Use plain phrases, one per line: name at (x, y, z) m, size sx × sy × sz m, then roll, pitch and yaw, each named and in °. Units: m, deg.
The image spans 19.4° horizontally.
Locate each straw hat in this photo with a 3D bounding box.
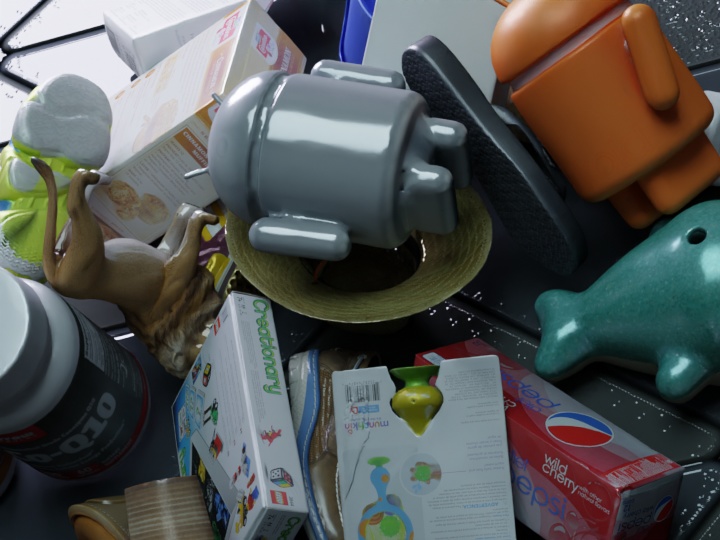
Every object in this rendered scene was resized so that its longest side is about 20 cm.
straw hat at (0.000, 0.000, 1.558) m, size 0.201 × 0.085 × 0.201 m, roll -2°, pitch 42°, yaw 1°

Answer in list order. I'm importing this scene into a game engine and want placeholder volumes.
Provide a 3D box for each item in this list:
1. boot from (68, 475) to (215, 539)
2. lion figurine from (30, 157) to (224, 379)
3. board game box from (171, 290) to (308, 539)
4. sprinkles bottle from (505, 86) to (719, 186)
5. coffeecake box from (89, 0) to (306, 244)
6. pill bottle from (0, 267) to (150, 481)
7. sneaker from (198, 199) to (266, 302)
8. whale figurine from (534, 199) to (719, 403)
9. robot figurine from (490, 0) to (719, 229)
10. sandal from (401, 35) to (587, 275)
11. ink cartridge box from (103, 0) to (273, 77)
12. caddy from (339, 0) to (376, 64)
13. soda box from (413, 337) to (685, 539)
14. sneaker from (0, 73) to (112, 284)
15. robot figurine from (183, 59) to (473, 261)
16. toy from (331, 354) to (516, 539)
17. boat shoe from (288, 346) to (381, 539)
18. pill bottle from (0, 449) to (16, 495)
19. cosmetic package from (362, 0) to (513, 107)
boot at (-0.139, 0.226, 1.422) m, size 0.077 × 0.200 × 0.155 m, roll -4°, pitch 80°, yaw -29°
lion figurine at (-0.170, 0.000, 1.519) m, size 0.072 × 0.200 × 0.123 m, roll 24°, pitch 93°, yaw 57°
board game box at (-0.087, 0.129, 1.462) m, size 0.035 × 0.126 × 0.200 m, roll 11°, pitch 41°, yaw -22°
sprinkles bottle at (0.191, -0.115, 1.599) m, size 0.200 × 0.068 × 0.068 m, roll 15°, pitch 57°, yaw 33°
coffeecake box at (-0.147, -0.104, 1.661) m, size 0.200 × 0.073 × 0.154 m, roll -32°, pitch 26°, yaw 26°
pill bottle at (-0.236, 0.073, 1.501) m, size 0.114 × 0.200 × 0.114 m, roll -6°, pitch 69°, yaw 16°
sneaker at (-0.100, -0.040, 1.651) m, size 0.090 × 0.075 × 0.200 m, roll 11°, pitch 54°, yaw 24°
whale figurine at (0.208, 0.016, 1.447) m, size 0.200 × 0.104 × 0.159 m, roll -11°, pitch 47°, yaw 19°
robot figurine at (0.171, -0.130, 1.483) m, size 0.117 × 0.200 × 0.144 m, roll -36°, pitch 2°, yaw 10°
sandal at (0.104, -0.088, 1.498) m, size 0.043 × 0.076 × 0.200 m, roll -32°, pitch 83°, yaw -20°
ink cartridge box at (-0.112, -0.223, 1.809) m, size 0.200 × 0.050 × 0.161 m, roll -19°, pitch 19°, yaw -10°
caddy at (0.058, -0.211, 1.721) m, size 0.141 × 0.105 × 0.200 m, roll 8°, pitch 50°, yaw -1°
soda box at (0.117, 0.121, 1.401) m, size 0.063 × 0.070 × 0.200 m, roll -12°, pitch 32°, yaw -39°
sneaker at (-0.250, -0.056, 1.583) m, size 0.105 × 0.076 × 0.200 m, roll -45°, pitch 22°, yaw 46°
robot figurine at (-0.023, -0.079, 1.498) m, size 0.200 × 0.113 × 0.170 m, roll 11°, pitch 55°, yaw 15°
toy at (0.048, 0.160, 1.389) m, size 0.115 × 0.047 × 0.200 m, roll -7°, pitch 87°, yaw 16°
boat shoe at (-0.008, 0.124, 1.463) m, size 0.072 × 0.072 × 0.200 m, roll -16°, pitch 46°, yaw 8°
pill bottle at (-0.340, 0.095, 1.541) m, size 0.112 × 0.200 × 0.112 m, roll -12°, pitch 46°, yaw 13°
cosmetic package at (0.066, -0.182, 1.583) m, size 0.108 × 0.085 × 0.200 m, roll 11°, pitch 89°, yaw 11°
